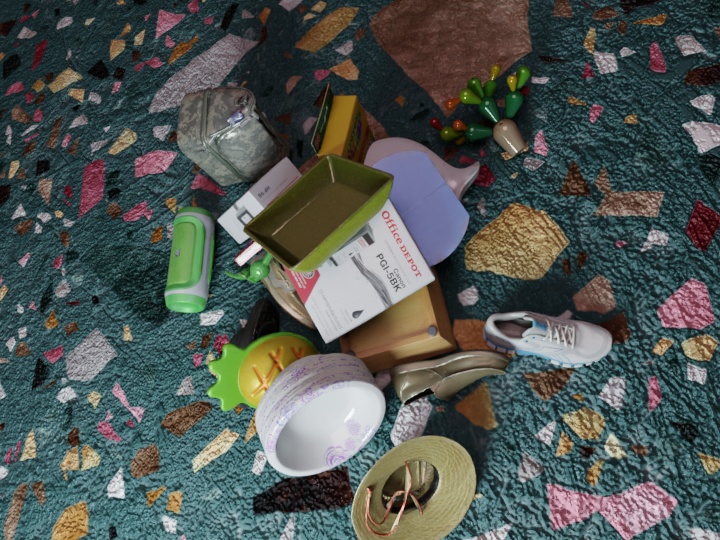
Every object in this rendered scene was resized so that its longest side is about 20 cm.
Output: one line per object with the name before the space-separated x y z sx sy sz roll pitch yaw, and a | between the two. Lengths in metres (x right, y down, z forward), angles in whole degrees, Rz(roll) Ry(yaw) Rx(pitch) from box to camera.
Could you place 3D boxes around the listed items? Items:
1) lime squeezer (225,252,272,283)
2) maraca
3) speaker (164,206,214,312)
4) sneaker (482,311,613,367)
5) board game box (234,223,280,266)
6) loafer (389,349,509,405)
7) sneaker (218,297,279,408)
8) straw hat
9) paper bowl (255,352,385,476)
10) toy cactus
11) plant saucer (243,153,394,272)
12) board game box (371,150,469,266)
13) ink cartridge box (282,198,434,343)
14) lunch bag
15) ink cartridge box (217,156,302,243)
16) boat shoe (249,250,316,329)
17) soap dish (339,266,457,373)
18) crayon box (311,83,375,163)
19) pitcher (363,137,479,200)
lime squeezer | -0.201 -0.009 0.972 0.199 0.037 0.072 -31 63 37
maraca | -0.159 0.173 0.893 0.107 0.197 0.140 16 105 60
speaker | -0.343 -0.022 1.066 0.087 0.089 0.203 -6 69 15
sneaker | 0.289 0.101 0.820 0.197 0.087 0.076 3 69 17
board game box | -0.166 -0.080 0.978 0.102 0.200 0.019 -37 105 16
loafer | 0.144 0.174 0.848 0.197 0.076 0.068 -15 67 23
sneaker | -0.215 0.145 0.973 0.090 0.076 0.203 6 69 28
straw hat | 0.069 0.319 0.805 0.201 0.201 0.085 -46 21 -3
paper bowl | -0.067 0.215 0.830 0.200 0.201 0.105 -40 43 0
toy cactus | 0.245 -0.284 0.986 0.199 0.102 0.166 -34 83 0
plant saucer | -0.062 -0.084 0.806 0.200 0.048 0.199 -42 37 -11
board game box | 0.083 -0.098 0.901 0.157 0.039 0.201 -35 81 4
ink cartridge box | 0.000 0.000 0.836 0.198 0.083 0.148 -31 86 5
lunch bag | -0.248 -0.272 1.065 0.165 0.200 0.142 -8 68 16
ink cartridge box | -0.175 -0.135 0.983 0.199 0.067 0.116 -23 23 52
boat shoe | -0.132 0.025 0.987 0.069 0.074 0.200 -46 63 3
soap dish | 0.049 0.082 0.905 0.197 0.081 0.160 -17 66 12
crayon box | -0.023 -0.228 0.974 0.050 0.200 0.129 6 71 19
pitcher | 0.098 -0.143 0.962 0.197 0.121 0.174 19 90 11
